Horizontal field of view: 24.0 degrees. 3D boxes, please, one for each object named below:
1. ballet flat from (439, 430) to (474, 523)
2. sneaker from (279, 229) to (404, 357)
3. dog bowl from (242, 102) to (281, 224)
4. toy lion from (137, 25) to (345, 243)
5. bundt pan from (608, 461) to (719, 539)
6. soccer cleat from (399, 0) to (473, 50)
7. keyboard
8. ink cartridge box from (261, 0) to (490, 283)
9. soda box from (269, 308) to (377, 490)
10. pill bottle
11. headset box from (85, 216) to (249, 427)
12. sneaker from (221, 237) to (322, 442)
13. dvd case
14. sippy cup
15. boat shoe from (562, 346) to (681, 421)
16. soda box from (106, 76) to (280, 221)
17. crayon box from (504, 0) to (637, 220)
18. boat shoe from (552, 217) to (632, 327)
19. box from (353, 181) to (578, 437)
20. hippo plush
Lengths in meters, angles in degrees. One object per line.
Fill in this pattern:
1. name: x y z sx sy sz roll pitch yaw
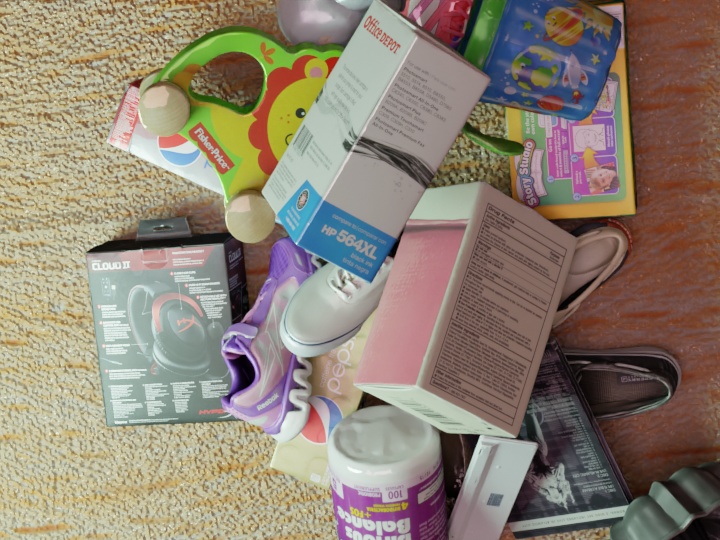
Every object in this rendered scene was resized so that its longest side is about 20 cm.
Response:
1. ballet flat: 0.075 0.161 1.689 0.067 0.046 0.202 -20 97 13
2. sneaker: 0.000 0.000 1.608 0.073 0.071 0.200 40 65 16
3. dog bowl: -0.057 -0.092 1.663 0.198 0.050 0.113 21 104 6
4. toy lion: -0.073 -0.137 1.517 0.191 0.069 0.200 -37 109 8
5. bundt pan: 0.308 0.262 1.608 0.203 0.201 0.076 -52 46 15
6. soccer cleat: 0.082 -0.261 1.512 0.076 0.067 0.203 7 93 27
7. keyboard: 0.123 0.220 1.647 0.056 0.011 0.201 4 140 -8
8. ink cartridge box: 0.011 -0.113 1.436 0.084 0.146 0.201 28 101 -22
9. soda box: -0.024 0.109 1.689 0.067 0.064 0.202 21 105 6
10. pill bottle: 0.030 0.242 1.663 0.111 0.113 0.202 0 121 11
11. headset box: -0.188 0.048 1.702 0.147 0.075 0.203 -4 100 11
12. sneaker: -0.090 0.061 1.646 0.088 0.080 0.203 13 72 -24
13. dvd case: 0.170 0.166 1.642 0.148 0.016 0.202 -16 107 40
14. sippy cup: 0.158 -0.198 1.507 0.129 0.141 0.178 19 147 -2
15. boat shoe: 0.209 0.111 1.640 0.198 0.071 0.073 -12 100 15
16. soda box: -0.135 -0.115 1.612 0.198 0.070 0.064 25 105 4
17. crayon box: 0.196 -0.150 1.599 0.117 0.058 0.203 -3 100 11
18. boat shoe: 0.179 0.021 1.634 0.199 0.063 0.071 -38 94 16
19. box: 0.097 0.037 1.559 0.127 0.108 0.202 28 73 -30
20. hippo plush: 0.008 -0.250 1.562 0.159 0.161 0.200 46 105 0
